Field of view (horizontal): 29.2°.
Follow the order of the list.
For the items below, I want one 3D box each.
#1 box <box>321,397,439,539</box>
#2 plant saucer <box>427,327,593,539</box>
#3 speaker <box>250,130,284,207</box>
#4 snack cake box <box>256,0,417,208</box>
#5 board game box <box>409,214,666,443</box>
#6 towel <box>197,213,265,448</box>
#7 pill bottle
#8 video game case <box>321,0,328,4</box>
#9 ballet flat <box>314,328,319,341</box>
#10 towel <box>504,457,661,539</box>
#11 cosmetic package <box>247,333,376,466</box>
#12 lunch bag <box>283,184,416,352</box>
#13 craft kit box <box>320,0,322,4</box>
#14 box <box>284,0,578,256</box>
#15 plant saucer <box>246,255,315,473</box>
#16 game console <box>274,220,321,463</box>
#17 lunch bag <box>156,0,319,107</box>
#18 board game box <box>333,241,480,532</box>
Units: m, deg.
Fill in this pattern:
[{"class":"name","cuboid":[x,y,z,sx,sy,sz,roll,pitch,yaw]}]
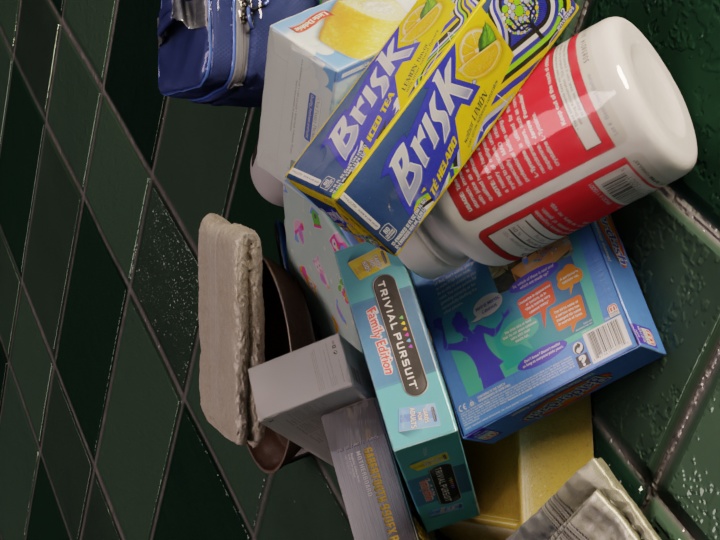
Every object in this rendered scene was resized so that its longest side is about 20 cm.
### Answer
[{"class":"box","cuboid":[0.032,0.212,1.106,0.200,0.048,0.159,65,-173,-61]},{"class":"plant saucer","cuboid":[0.103,0.125,1.081,0.200,0.048,0.201,-9,83,62]},{"class":"speaker","cuboid":[-0.054,-0.117,1.264,0.200,0.081,0.082,132,133,-77]},{"class":"snack cake box","cuboid":[0.023,-0.139,0.969,0.067,0.200,0.115,36,138,28]},{"class":"board game box","cuboid":[0.114,0.002,0.994,0.152,0.045,0.201,-31,62,29]},{"class":"towel","cuboid":[-0.117,0.053,1.262,0.132,0.034,0.201,-159,68,-66]},{"class":"pill bottle","cuboid":[0.110,-0.073,0.915,0.199,0.112,0.113,-28,63,28]},{"class":"video game case","cuboid":[-0.002,-0.142,1.234,0.182,0.023,0.201,96,158,-58]},{"class":"ballet flat","cuboid":[-0.020,0.041,1.290,0.067,0.063,0.201,-40,56,53]},{"class":"towel","cuboid":[0.163,0.256,0.945,0.200,0.034,0.193,57,139,26]},{"class":"cosmetic package","cuboid":[-0.013,0.114,1.137,0.082,0.200,0.051,-24,63,11]},{"class":"lunch bag","cuboid":[0.000,0.000,1.173,0.161,0.077,0.200,56,160,31]},{"class":"craft kit box","cuboid":[-0.074,-0.290,1.406,0.198,0.048,0.200,64,143,35]},{"class":"box","cuboid":[0.045,-0.112,0.870,0.200,0.064,0.070,-54,34,-6]},{"class":"plant saucer","cuboid":[-0.078,0.082,1.255,0.200,0.034,0.201,175,90,-69]},{"class":"game console","cuboid":[-0.087,0.078,1.349,0.170,0.118,0.201,-25,66,35]},{"class":"lunch bag","cuboid":[-0.124,-0.227,1.300,0.200,0.132,0.137,180,89,-69]},{"class":"board game box","cuboid":[0.037,0.087,0.999,0.200,0.047,0.152,71,-179,-63]}]
